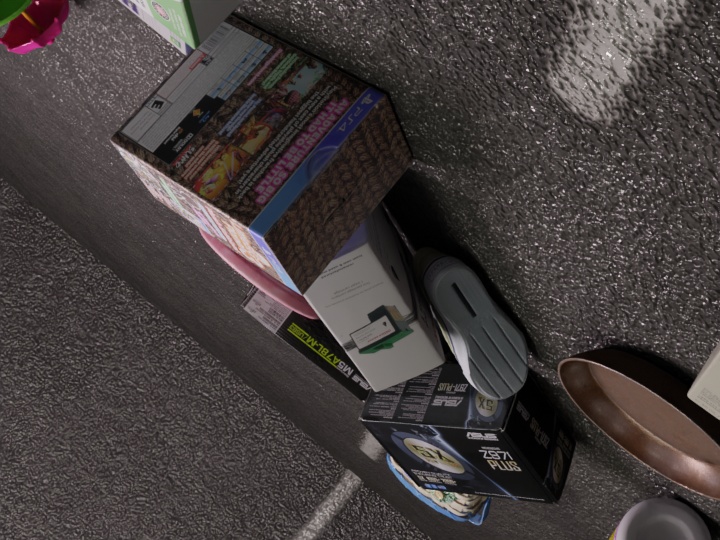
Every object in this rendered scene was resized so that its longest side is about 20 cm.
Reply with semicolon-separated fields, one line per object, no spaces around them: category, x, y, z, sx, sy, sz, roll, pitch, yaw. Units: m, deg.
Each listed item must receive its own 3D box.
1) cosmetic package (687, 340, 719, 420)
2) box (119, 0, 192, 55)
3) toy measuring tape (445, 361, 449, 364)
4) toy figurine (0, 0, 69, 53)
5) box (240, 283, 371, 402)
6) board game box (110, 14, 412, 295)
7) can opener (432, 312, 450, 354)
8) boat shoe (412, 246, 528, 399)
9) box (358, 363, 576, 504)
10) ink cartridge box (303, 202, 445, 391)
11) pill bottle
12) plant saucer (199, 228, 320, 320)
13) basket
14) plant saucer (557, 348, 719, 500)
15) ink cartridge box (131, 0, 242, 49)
cosmetic package;0.252;0.024;0.622;0.071;0.105;0.200;34;166;16
box;-0.226;-0.296;1.037;0.200;0.036;0.144;39;166;4
toy measuring tape;0.059;0.118;1.471;0.074;0.074;0.200;49;169;-32
toy figurine;-0.401;-0.324;1.266;0.201;0.149;0.184;60;179;11
box;-0.059;0.075;1.493;0.200;0.048;0.193;39;-175;-6
board game box;-0.085;-0.105;0.992;0.199;0.160;0.097;32;165;31
can opener;0.081;0.069;1.296;0.067;0.053;0.200;34;166;25
boat shoe;0.114;0.051;1.160;0.201;0.072;0.062;60;176;-37
box;0.127;0.189;1.342;0.199;0.087;0.164;-1;141;36
ink cartridge box;0.000;0.000;1.109;0.200;0.084;0.147;55;-164;-45
pill bottle;0.337;0.332;1.318;0.104;0.104;0.200;35;165;18
plant saucer;-0.110;-0.017;1.437;0.200;0.051;0.201;36;-172;-6
basket;0.119;0.270;1.623;0.176;0.139;0.200;35;155;17
plant saucer;0.271;0.135;1.044;0.200;0.035;0.200;38;165;12
ink cartridge box;-0.180;-0.282;0.855;0.200;0.088;0.145;40;167;11
